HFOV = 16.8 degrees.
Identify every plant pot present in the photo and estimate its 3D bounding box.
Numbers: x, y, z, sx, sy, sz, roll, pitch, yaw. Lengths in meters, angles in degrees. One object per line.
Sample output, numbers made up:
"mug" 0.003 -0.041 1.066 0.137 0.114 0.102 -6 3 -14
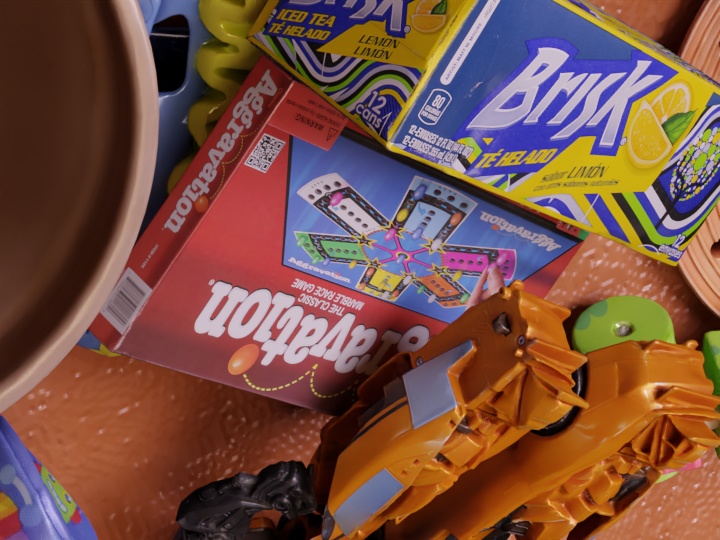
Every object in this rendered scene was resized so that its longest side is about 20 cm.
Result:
"plant pot" -0.161 -0.049 0.656 0.199 0.093 0.202 -8 117 -15

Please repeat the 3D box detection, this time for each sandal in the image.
"sandal" -0.069 -0.066 0.791 0.086 0.080 0.201 22 115 6

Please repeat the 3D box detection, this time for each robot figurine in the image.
"robot figurine" 0.024 0.084 0.861 0.144 0.059 0.200 18 132 -39

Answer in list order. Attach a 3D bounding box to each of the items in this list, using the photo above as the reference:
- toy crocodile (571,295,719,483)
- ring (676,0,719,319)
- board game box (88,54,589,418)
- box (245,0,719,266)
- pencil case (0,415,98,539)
"toy crocodile" 0.140 0.047 0.912 0.198 0.062 0.068 -9 130 0
"ring" 0.198 -0.060 0.925 0.199 0.019 0.202 -9 117 -18
"board game box" 0.000 0.000 0.825 0.103 0.019 0.200 -55 147 11
"box" 0.054 -0.061 0.788 0.200 0.070 0.065 17 108 -56
"pencil case" -0.177 0.129 0.829 0.199 0.087 0.078 -34 91 -4
